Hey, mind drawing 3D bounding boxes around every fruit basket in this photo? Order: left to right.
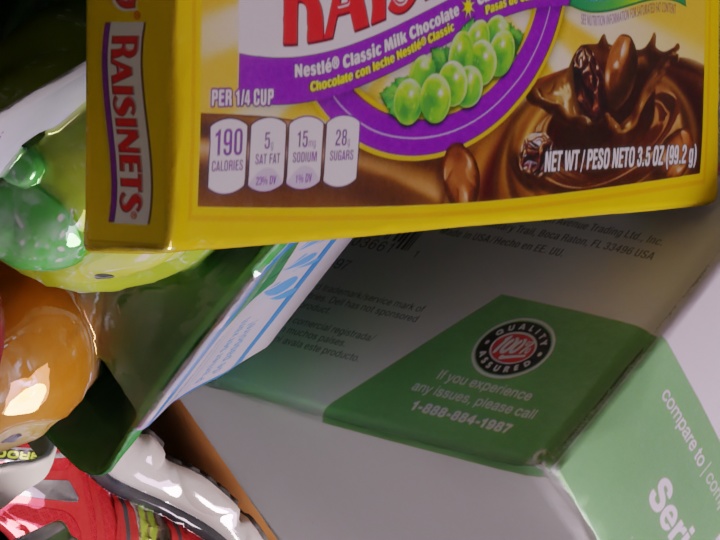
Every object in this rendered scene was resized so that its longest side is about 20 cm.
[{"bbox_3d":[-0.084,0.010,0.614,0.200,0.094,0.185,-45,176,-41],"label":"fruit basket"}]

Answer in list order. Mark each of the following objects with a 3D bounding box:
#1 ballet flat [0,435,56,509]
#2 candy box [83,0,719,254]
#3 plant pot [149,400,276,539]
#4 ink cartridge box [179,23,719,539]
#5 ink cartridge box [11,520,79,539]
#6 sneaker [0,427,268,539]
[{"bbox_3d":[-0.100,0.022,0.766,0.200,0.070,0.067,-45,176,-40],"label":"ballet flat"},{"bbox_3d":[0.016,-0.060,0.596,0.026,0.103,0.200,1,-175,37],"label":"candy box"},{"bbox_3d":[0.000,0.000,0.932,0.200,0.200,0.140,-47,161,-11],"label":"plant pot"},{"bbox_3d":[0.069,-0.005,0.748,0.145,0.088,0.200,11,-127,47],"label":"ink cartridge box"},{"bbox_3d":[-0.140,0.109,0.673,0.145,0.048,0.200,-23,178,1],"label":"ink cartridge box"},{"bbox_3d":[-0.094,0.087,0.881,0.200,0.077,0.085,48,62,-47],"label":"sneaker"}]
